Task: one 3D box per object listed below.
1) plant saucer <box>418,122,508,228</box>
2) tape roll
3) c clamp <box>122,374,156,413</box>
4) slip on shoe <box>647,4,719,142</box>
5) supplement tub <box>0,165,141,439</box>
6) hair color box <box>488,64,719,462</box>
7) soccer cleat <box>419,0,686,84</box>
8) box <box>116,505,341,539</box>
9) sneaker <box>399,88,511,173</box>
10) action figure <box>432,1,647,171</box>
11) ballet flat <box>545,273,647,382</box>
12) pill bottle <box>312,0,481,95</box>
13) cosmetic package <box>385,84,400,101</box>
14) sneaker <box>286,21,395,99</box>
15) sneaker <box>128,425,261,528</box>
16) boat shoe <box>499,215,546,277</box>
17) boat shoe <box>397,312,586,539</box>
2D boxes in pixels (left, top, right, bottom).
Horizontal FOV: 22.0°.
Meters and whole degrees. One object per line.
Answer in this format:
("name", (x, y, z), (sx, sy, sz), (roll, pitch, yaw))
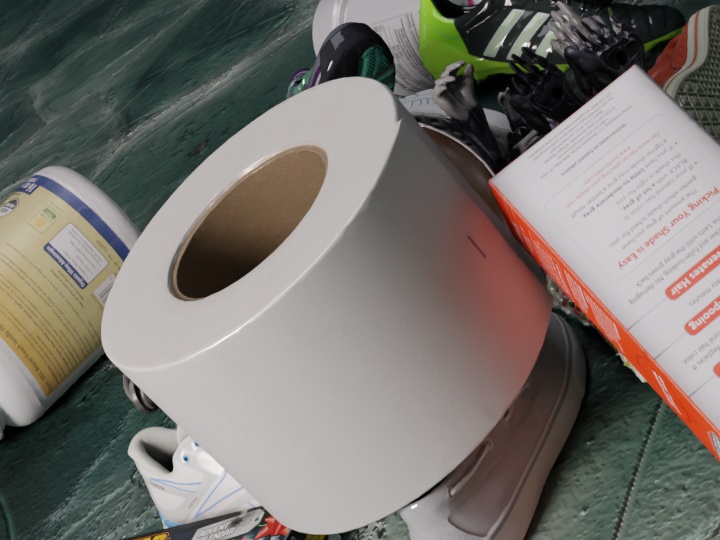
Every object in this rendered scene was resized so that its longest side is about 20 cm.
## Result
("plant saucer", (0.000, 0.000, 1.130), (0.198, 0.032, 0.202), (-7, 60, 11))
("tape roll", (-0.018, 0.018, 0.979), (0.202, 0.139, 0.203), (-32, 28, 20))
("c clamp", (-0.101, 0.048, 1.349), (0.199, 0.027, 0.171), (-25, 26, 24))
("slip on shoe", (0.204, -0.095, 1.146), (0.061, 0.074, 0.201), (-39, 16, 33))
("supplement tub", (-0.268, 0.031, 1.465), (0.200, 0.145, 0.144), (-45, 25, -20))
("hair color box", (0.162, 0.003, 0.901), (0.101, 0.061, 0.200), (-37, 57, -3))
("soccer cleat", (0.132, -0.181, 1.329), (0.198, 0.082, 0.067), (-4, 14, 23))
("box", (-0.117, 0.206, 1.064), (0.199, 0.040, 0.137), (-19, 28, 37))
("sneaker", (0.059, -0.106, 1.360), (0.087, 0.075, 0.199), (-40, 24, -23))
("action figure", (0.117, -0.111, 1.181), (0.118, 0.102, 0.200), (-34, -4, -12))
("ballet flat", (0.152, 0.007, 1.025), (0.075, 0.064, 0.200), (-21, 22, -10))
("pill bottle", (0.061, -0.203, 1.479), (0.199, 0.114, 0.114), (-10, 34, 45))
("cosmetic package", (-0.038, -0.020, 1.235), (0.199, 0.081, 0.113), (-36, -19, -15))
("sneaker", (-0.028, -0.121, 1.288), (0.074, 0.088, 0.201), (-33, -23, -17))
("sneaker", (-0.064, 0.112, 1.108), (0.199, 0.087, 0.075), (-17, 28, 36))
("boat shoe", (0.066, -0.019, 1.190), (0.199, 0.067, 0.074), (-22, 27, 30))
("boat shoe", (0.066, 0.079, 1.007), (0.072, 0.069, 0.201), (-16, 31, 39))
